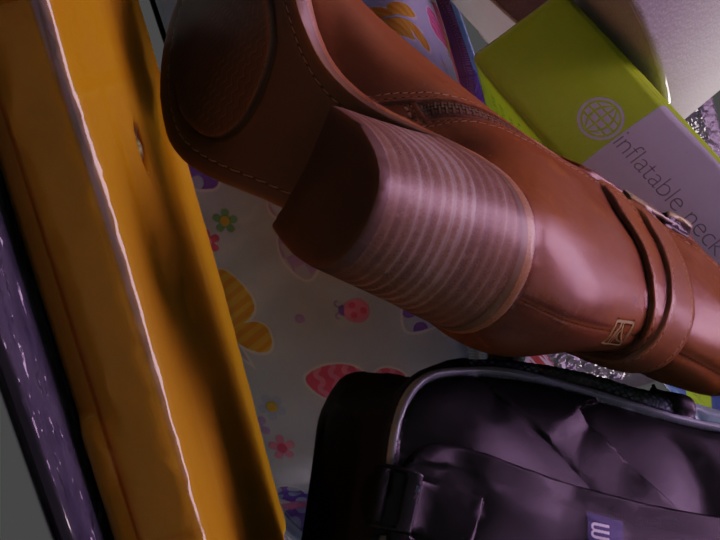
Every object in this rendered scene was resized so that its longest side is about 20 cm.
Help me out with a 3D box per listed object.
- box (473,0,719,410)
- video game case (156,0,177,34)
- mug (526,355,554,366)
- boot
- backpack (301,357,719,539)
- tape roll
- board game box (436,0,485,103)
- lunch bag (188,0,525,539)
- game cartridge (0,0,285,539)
[{"bbox_3d":[0.121,0.008,0.976,0.200,0.048,0.122,51,-8,25],"label":"box"},{"bbox_3d":[-0.051,-0.059,1.270,0.182,0.022,0.201,-79,151,-79],"label":"video game case"},{"bbox_3d":[0.057,0.086,1.393,0.200,0.133,0.178,-102,176,-70],"label":"mug"},{"bbox_3d":[0.030,-0.036,0.884,0.155,0.077,0.200,20,16,-33],"label":"boot"},{"bbox_3d":[0.074,0.127,0.893,0.151,0.199,0.178,154,-56,-72],"label":"backpack"},{"bbox_3d":[0.057,-0.133,1.017,0.203,0.037,0.203,48,-11,12],"label":"tape roll"},{"bbox_3d":[-0.011,-0.071,1.179,0.158,0.039,0.201,-2,-69,54],"label":"board game box"},{"bbox_3d":[0.000,0.000,1.064,0.170,0.127,0.201,-86,165,-68],"label":"lunch bag"},{"bbox_3d":[-0.066,0.012,0.848,0.176,0.032,0.201,-57,133,-84],"label":"game cartridge"}]
